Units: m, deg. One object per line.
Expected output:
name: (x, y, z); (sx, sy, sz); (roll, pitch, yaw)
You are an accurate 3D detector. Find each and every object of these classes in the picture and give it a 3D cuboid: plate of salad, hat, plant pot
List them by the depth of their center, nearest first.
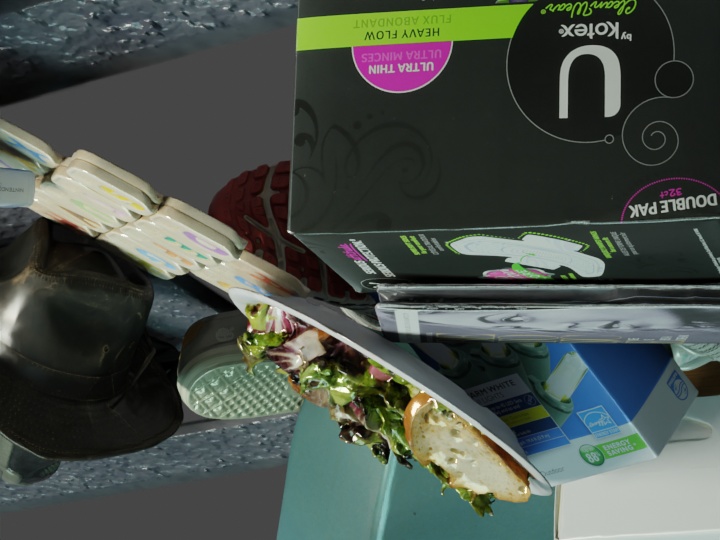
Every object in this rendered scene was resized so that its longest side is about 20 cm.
plate of salad: (0.010, 0.072, 1.512); (0.200, 0.048, 0.200); (31, 172, 5)
hat: (-0.169, 0.021, 1.629); (0.201, 0.201, 0.081); (20, 116, -29)
plant pot: (0.041, 0.125, 1.720); (0.141, 0.141, 0.200); (-13, 134, -17)

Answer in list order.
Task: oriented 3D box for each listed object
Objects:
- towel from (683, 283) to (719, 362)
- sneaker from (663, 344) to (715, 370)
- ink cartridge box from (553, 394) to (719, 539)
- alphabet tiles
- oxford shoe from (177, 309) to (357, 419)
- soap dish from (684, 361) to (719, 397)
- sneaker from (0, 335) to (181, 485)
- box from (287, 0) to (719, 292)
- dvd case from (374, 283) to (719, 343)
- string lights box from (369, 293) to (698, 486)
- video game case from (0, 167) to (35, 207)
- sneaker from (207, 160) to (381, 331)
towel: (0.253, -0.012, 1.502); (0.193, 0.035, 0.200); (-36, 141, 23)
sneaker: (0.199, 0.019, 1.608); (0.200, 0.080, 0.070); (3, 154, -7)
ink cartridge box: (0.216, 0.144, 1.670); (0.145, 0.088, 0.200); (-7, 153, 26)
alphabet tiles: (-0.125, -0.028, 1.542); (0.196, 0.015, 0.200); (29, 169, -12)
oxford shoe: (-0.021, 0.053, 1.757); (0.200, 0.058, 0.075); (1, 131, -26)
soap dish: (0.247, 0.080, 1.729); (0.200, 0.081, 0.157); (-5, 153, 23)
sneaker: (-0.172, 0.091, 1.832); (0.114, 0.076, 0.199); (13, 149, -3)
box: (0.079, -0.074, 1.332); (0.200, 0.149, 0.124); (-2, 166, 14)
dvd case: (0.109, 0.022, 1.405); (0.200, 0.016, 0.149); (1, 173, 2)
string lights box: (0.077, 0.018, 1.533); (0.103, 0.059, 0.200); (-22, 113, 46)
video game case: (-0.302, -0.049, 1.497); (0.200, 0.022, 0.182); (3, 180, 38)
sneaker: (0.000, 0.000, 1.607); (0.200, 0.078, 0.082); (20, 152, -29)
